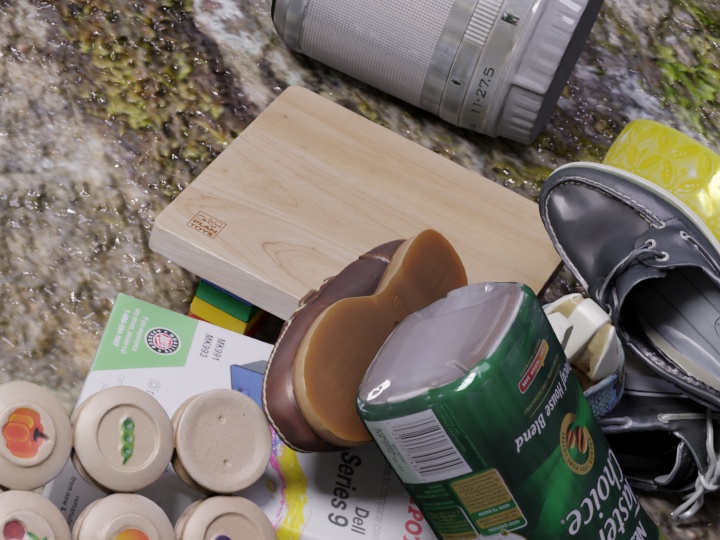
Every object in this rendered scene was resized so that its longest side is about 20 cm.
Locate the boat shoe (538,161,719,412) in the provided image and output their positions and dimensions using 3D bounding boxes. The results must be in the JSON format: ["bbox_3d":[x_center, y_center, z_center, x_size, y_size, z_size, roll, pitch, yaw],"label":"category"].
[{"bbox_3d":[0.166,0.015,1.417,0.199,0.075,0.066,49,23,14],"label":"boat shoe"}]

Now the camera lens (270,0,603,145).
[{"bbox_3d":[0.052,-0.189,1.700,0.200,0.160,0.160,25,35,6],"label":"camera lens"}]

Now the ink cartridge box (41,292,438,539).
[{"bbox_3d":[-0.053,0.111,1.305,0.200,0.088,0.145,21,34,-4],"label":"ink cartridge box"}]

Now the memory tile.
[{"bbox_3d":[-0.108,0.151,1.176,0.153,0.017,0.201,5,76,-27],"label":"memory tile"}]

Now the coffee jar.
[{"bbox_3d":[0.082,0.112,1.240,0.200,0.085,0.104,61,34,-21],"label":"coffee jar"}]

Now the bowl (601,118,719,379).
[{"bbox_3d":[0.197,0.018,1.523,0.200,0.200,0.108,39,81,25],"label":"bowl"}]

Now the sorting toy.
[{"bbox_3d":[0.000,0.000,1.498,0.200,0.070,0.199,27,35,9],"label":"sorting toy"}]

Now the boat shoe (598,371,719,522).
[{"bbox_3d":[0.186,0.099,1.457,0.199,0.074,0.068,12,38,-9],"label":"boat shoe"}]

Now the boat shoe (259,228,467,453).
[{"bbox_3d":[-0.007,0.042,1.295,0.071,0.070,0.200,64,27,-9],"label":"boat shoe"}]

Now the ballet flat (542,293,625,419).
[{"bbox_3d":[0.101,0.048,1.361,0.074,0.074,0.200,33,27,17],"label":"ballet flat"}]
